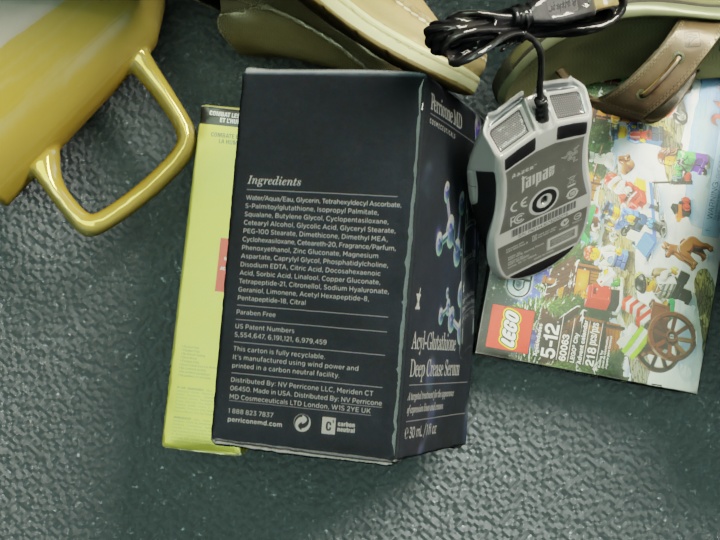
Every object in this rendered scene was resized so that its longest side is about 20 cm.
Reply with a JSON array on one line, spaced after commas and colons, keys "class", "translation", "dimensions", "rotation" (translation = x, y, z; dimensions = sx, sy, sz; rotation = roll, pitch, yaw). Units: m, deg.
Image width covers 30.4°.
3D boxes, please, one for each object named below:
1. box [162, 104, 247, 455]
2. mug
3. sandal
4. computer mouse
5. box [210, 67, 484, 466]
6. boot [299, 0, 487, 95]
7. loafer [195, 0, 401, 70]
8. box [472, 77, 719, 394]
[{"class": "box", "translation": [-0.079, 0.007, 0.796], "dimensions": [0.050, 0.075, 0.201], "rotation": [7, 86, 2]}, {"class": "mug", "translation": [-0.190, -0.130, 0.788], "dimensions": [0.153, 0.149, 0.187], "rotation": [-40, 120, -9]}, {"class": "sandal", "translation": [0.174, -0.116, 0.746], "dimensions": [0.200, 0.080, 0.058], "rotation": [-6, 69, -3]}, {"class": "computer mouse", "translation": [0.087, -0.073, 0.719], "dimensions": [0.109, 0.201, 0.044], "rotation": [-25, 51, -17]}, {"class": "box", "translation": [0.000, 0.000, 0.746], "dimensions": [0.106, 0.148, 0.201], "rotation": [3, 88, 19]}, {"class": "boot", "translation": [0.021, -0.205, 0.725], "dimensions": [0.200, 0.072, 0.155], "rotation": [40, 95, 16]}, {"class": "loafer", "translation": [-0.048, -0.154, 0.807], "dimensions": [0.200, 0.076, 0.068], "rotation": [36, 91, 11]}, {"class": "box", "translation": [0.152, -0.035, 0.808], "dimensions": [0.136, 0.038, 0.201], "rotation": [10, 87, 2]}]
